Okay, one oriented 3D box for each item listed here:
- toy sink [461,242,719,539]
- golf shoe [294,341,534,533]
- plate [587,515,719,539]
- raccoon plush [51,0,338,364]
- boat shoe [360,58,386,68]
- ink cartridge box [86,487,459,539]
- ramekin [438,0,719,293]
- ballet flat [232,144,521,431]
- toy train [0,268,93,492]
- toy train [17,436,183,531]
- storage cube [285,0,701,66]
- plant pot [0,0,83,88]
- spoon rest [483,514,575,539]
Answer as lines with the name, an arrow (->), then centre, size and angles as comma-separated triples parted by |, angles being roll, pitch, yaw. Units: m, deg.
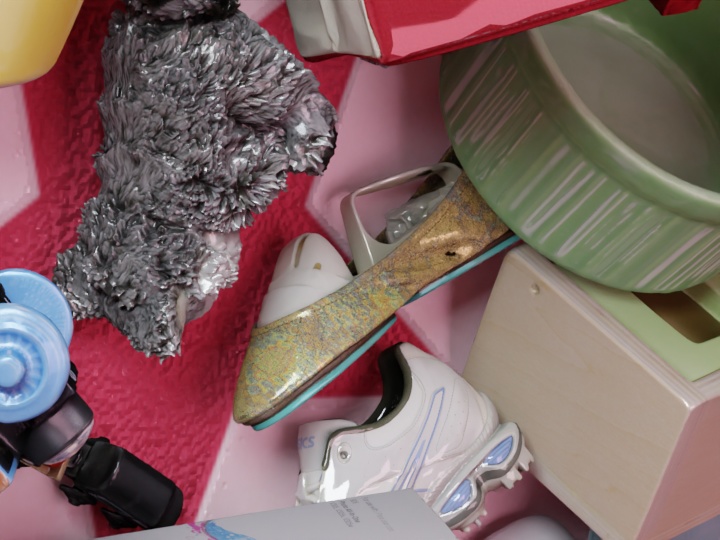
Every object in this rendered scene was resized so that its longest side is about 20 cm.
toy sink -> 0.171, 0.036, 1.318 | 0.200, 0.130, 0.112 | -19, 139, -39
golf shoe -> -0.011, 0.121, 1.241 | 0.097, 0.078, 0.200 | 48, 61, -15
plate -> 0.155, 0.166, 1.399 | 0.200, 0.025, 0.201 | -14, 106, -61
raccoon plush -> -0.102, -0.059, 1.090 | 0.134, 0.097, 0.200 | -53, 129, -17
boat shoe -> 0.042, -0.172, 1.225 | 0.057, 0.069, 0.200 | 37, 50, 4
ink cartridge box -> -0.053, 0.187, 1.132 | 0.199, 0.087, 0.146 | -8, 105, -15
ramekin -> 0.135, -0.087, 1.248 | 0.199, 0.098, 0.201 | 17, 51, -22
ballet flat -> 0.000, 0.000, 1.225 | 0.200, 0.071, 0.071 | -36, 121, -33
toy train -> -0.193, 0.012, 0.989 | 0.114, 0.087, 0.200 | -40, 103, 4
toy train -> -0.145, 0.064, 1.102 | 0.200, 0.046, 0.034 | 37, 72, -41
storage cube -> 0.052, -0.185, 1.028 | 0.179, 0.171, 0.201 | -16, 99, -10
plant pot -> -0.157, -0.175, 0.954 | 0.200, 0.201, 0.190 | -5, 116, -43
spoon rest -> 0.058, 0.180, 1.324 | 0.200, 0.060, 0.100 | -5, 103, -57
